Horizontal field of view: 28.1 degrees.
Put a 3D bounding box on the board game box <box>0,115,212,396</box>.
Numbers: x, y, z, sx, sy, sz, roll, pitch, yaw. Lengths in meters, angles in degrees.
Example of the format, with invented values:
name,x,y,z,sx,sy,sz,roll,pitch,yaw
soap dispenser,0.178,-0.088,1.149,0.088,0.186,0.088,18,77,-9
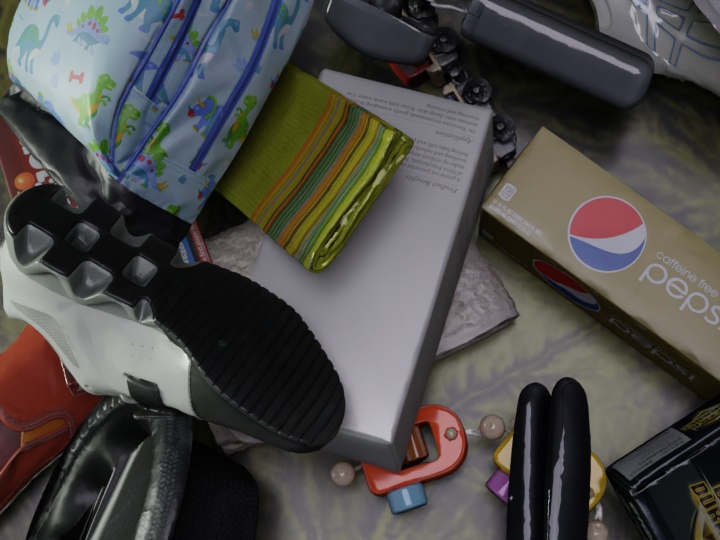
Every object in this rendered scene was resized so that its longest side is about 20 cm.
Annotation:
name,x,y,z,sx,sy,sz,roll,pitch,yaw
board game box,-0.154,-0.030,0.874,0.103,0.019,0.201,-20,64,-7

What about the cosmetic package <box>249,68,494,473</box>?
name,x,y,z,sx,sy,sz,roll,pitch,yaw
cosmetic package,0.000,0.000,0.815,0.107,0.085,0.201,16,75,11

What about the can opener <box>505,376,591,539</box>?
name,x,y,z,sx,sy,sz,roll,pitch,yaw
can opener,0.103,0.158,0.780,0.063,0.078,0.201,-19,67,42

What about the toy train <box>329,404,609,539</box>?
name,x,y,z,sx,sy,sz,roll,pitch,yaw
toy train,0.078,0.154,0.835,0.150,0.056,0.201,-23,75,1

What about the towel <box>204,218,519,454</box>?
name,x,y,z,sx,sy,sz,roll,pitch,yaw
towel,-0.020,0.016,0.877,0.199,0.034,0.133,-27,78,-3

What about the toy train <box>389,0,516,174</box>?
name,x,y,z,sx,sy,sz,roll,pitch,yaw
toy train,0.037,-0.141,0.907,0.046,0.034,0.200,-32,78,0

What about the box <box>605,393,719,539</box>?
name,x,y,z,sx,sy,sz,roll,pitch,yaw
box,0.250,0.152,0.790,0.159,0.046,0.200,-31,101,-4

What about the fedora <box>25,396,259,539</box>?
name,x,y,z,sx,sy,sz,roll,pitch,yaw
fedora,-0.120,0.160,0.808,0.091,0.200,0.201,25,78,-28

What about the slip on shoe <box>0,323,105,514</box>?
name,x,y,z,sx,sy,sz,roll,pitch,yaw
slip on shoe,-0.201,0.080,0.860,0.074,0.061,0.200,38,81,12

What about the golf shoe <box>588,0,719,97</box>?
name,x,y,z,sx,sy,sz,roll,pitch,yaw
golf shoe,0.194,-0.143,0.893,0.097,0.078,0.200,-39,78,21

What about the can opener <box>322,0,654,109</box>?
name,x,y,z,sx,sy,sz,roll,pitch,yaw
can opener,0.075,-0.136,0.870,0.199,0.053,0.067,26,110,6

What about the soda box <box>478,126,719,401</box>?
name,x,y,z,sx,sy,sz,roll,pitch,yaw
soda box,0.167,0.004,0.851,0.200,0.068,0.064,36,82,10

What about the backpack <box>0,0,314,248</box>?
name,x,y,z,sx,sy,sz,roll,pitch,yaw
backpack,-0.111,-0.134,0.797,0.200,0.154,0.163,-45,47,0

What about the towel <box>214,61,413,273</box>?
name,x,y,z,sx,sy,sz,roll,pitch,yaw
towel,-0.050,-0.073,0.805,0.086,0.018,0.200,-54,40,2

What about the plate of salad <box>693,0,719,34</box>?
name,x,y,z,sx,sy,sz,roll,pitch,yaw
plate of salad,0.259,-0.184,0.852,0.199,0.048,0.201,15,56,-23

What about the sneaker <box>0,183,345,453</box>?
name,x,y,z,sx,sy,sz,roll,pitch,yaw
sneaker,-0.100,0.040,0.745,0.200,0.089,0.074,33,43,8
